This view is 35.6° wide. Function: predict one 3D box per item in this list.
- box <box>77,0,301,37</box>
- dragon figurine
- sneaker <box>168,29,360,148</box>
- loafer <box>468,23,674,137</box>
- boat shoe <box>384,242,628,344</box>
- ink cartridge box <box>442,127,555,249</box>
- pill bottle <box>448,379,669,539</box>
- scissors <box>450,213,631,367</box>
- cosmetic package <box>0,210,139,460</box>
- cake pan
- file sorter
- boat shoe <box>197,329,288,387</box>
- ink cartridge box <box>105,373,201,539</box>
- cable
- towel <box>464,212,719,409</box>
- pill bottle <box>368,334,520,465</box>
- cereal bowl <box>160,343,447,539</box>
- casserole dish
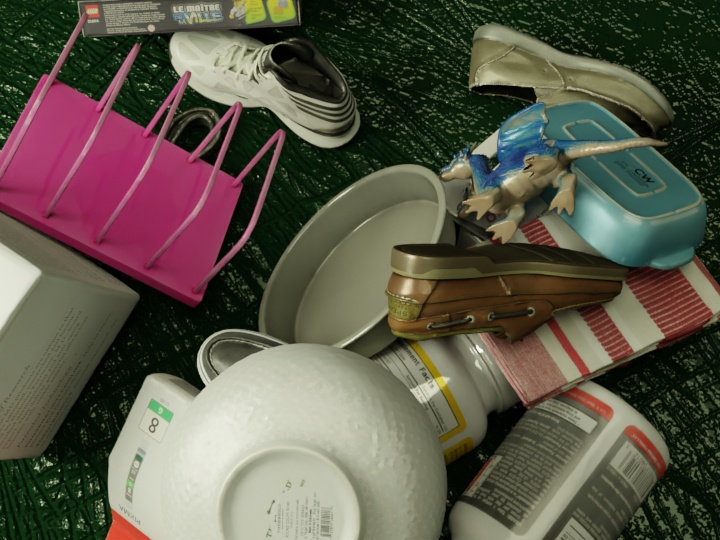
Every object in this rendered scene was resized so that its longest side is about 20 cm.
[{"bbox_3d":[-0.156,-0.259,1.055,0.200,0.035,0.110,-3,30,0],"label":"box"},{"bbox_3d":[0.134,-0.086,0.856,0.059,0.200,0.100,40,40,-23],"label":"dragon figurine"},{"bbox_3d":[-0.090,-0.193,1.020,0.200,0.115,0.076,26,73,10],"label":"sneaker"},{"bbox_3d":[0.189,-0.161,1.035,0.200,0.075,0.070,23,84,13],"label":"loafer"},{"bbox_3d":[0.109,0.018,0.845,0.200,0.072,0.068,2,102,-22],"label":"boat shoe"},{"bbox_3d":[0.165,-0.024,0.980,0.115,0.068,0.200,-41,76,-14],"label":"ink cartridge box"},{"bbox_3d":[0.141,0.190,0.879,0.116,0.116,0.200,38,75,13],"label":"pill bottle"},{"bbox_3d":[0.167,0.000,0.930,0.073,0.014,0.200,-43,75,-13],"label":"scissors"},{"bbox_3d":[-0.312,0.037,0.877,0.167,0.200,0.166,32,89,12],"label":"cosmetic package"},{"bbox_3d":[0.000,0.000,0.929,0.037,0.200,0.200,42,71,-30],"label":"cake pan"},{"bbox_3d":[-0.179,-0.093,0.922,0.200,0.125,0.139,29,51,-18],"label":"file sorter"},{"bbox_3d":[-0.038,0.101,0.819,0.200,0.066,0.070,36,74,14],"label":"boat shoe"},{"bbox_3d":[-0.137,0.203,0.852,0.161,0.050,0.200,28,94,30],"label":"ink cartridge box"},{"bbox_3d":[-0.205,-0.078,1.013,0.200,0.050,0.097,-31,70,-8],"label":"cable"},{"bbox_3d":[0.179,0.014,0.902,0.200,0.023,0.144,-21,62,-18],"label":"towel"},{"bbox_3d":[0.029,0.117,0.908,0.200,0.112,0.113,-29,72,-10],"label":"pill bottle"},{"bbox_3d":[-0.042,0.152,0.744,0.200,0.083,0.201,0,94,7],"label":"cereal bowl"},{"bbox_3d":[0.202,-0.080,0.922,0.121,0.039,0.200,-17,52,-31],"label":"casserole dish"}]
